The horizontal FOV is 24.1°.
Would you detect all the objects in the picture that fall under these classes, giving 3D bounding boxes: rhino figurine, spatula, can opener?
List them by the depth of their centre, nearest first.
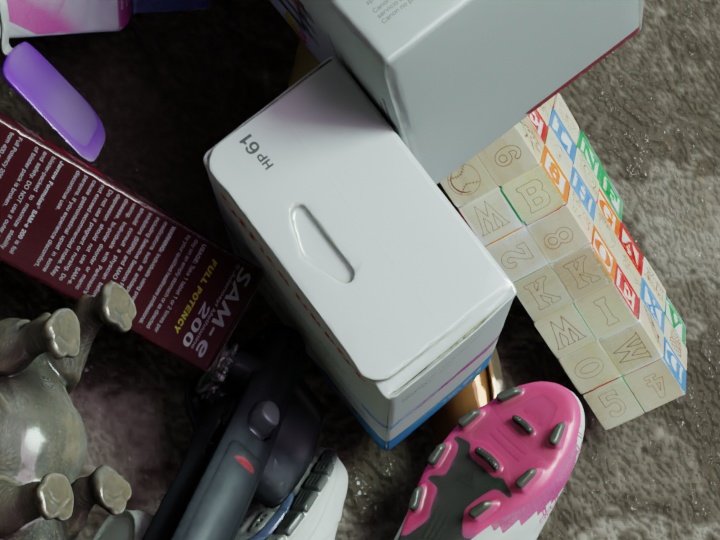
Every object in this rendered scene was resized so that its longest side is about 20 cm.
[{"bbox_3d":[-0.149,0.105,0.750,0.060,0.087,0.202,25,56,-42],"label":"rhino figurine"},{"bbox_3d":[-0.066,0.101,0.810,0.078,0.063,0.201,37,39,-8],"label":"can opener"},{"bbox_3d":[-0.181,-0.142,0.811,0.201,0.020,0.057,62,13,-20],"label":"spatula"}]

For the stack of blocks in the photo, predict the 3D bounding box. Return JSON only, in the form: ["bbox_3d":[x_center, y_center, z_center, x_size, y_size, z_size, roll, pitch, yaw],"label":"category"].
[{"bbox_3d":[0.128,-0.018,1.038,0.201,0.058,0.115,56,24,-17],"label":"stack of blocks"}]

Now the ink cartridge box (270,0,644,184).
[{"bbox_3d":[0.020,-0.176,0.815,0.145,0.145,0.201,-36,69,-4],"label":"ink cartridge box"}]

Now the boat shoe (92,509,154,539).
[{"bbox_3d":[-0.144,0.196,0.783,0.068,0.074,0.202,35,57,-27],"label":"boat shoe"}]

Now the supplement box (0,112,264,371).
[{"bbox_3d":[-0.155,-0.030,0.829,0.199,0.109,0.061,30,89,-23],"label":"supplement box"}]

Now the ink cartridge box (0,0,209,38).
[{"bbox_3d":[-0.169,-0.215,0.833,0.197,0.043,0.199,-7,112,-15],"label":"ink cartridge box"}]

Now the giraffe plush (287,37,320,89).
[{"bbox_3d":[-0.025,-0.190,0.968,0.161,0.201,0.173,31,25,6],"label":"giraffe plush"}]

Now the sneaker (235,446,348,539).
[{"bbox_3d":[-0.054,0.181,0.869,0.087,0.074,0.201,52,50,-34],"label":"sneaker"}]

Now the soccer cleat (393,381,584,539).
[{"bbox_3d":[0.057,0.151,0.916,0.201,0.070,0.086,-52,141,-8],"label":"soccer cleat"}]

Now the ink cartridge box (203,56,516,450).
[{"bbox_3d":[0.000,0.000,0.854,0.084,0.200,0.145,-37,80,-6],"label":"ink cartridge box"}]

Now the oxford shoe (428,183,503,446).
[{"bbox_3d":[0.032,0.037,0.980,0.071,0.071,0.202,-5,67,-26],"label":"oxford shoe"}]
